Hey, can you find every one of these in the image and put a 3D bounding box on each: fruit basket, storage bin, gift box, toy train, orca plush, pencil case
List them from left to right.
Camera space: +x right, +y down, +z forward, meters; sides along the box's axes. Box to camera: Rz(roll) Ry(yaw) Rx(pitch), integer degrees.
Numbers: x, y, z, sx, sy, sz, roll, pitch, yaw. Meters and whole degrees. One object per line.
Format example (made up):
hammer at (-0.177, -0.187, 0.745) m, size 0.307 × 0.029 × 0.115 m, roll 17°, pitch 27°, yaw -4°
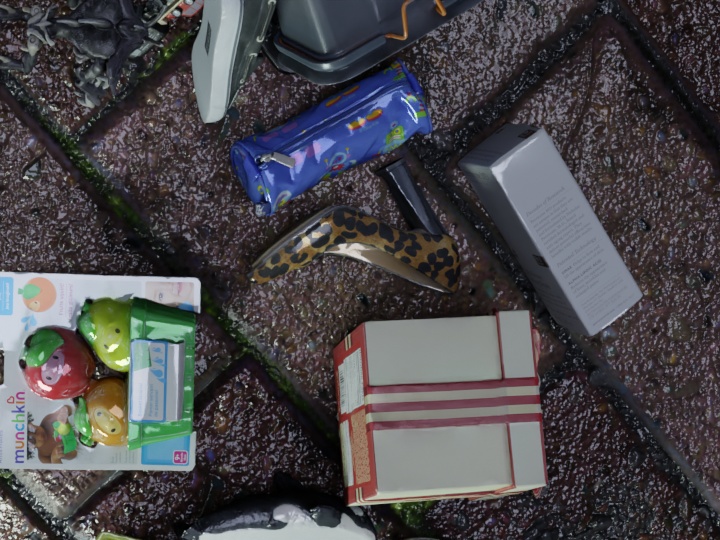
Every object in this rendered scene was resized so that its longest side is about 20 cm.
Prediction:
fruit basket at (-0.248, 0.095, 1.572) m, size 0.198 × 0.094 × 0.187 m, roll 2°, pitch 97°, yaw -12°
toy train at (-0.159, -0.246, 1.516) m, size 0.046 × 0.200 × 0.034 m, roll 28°, pitch 48°, yaw -29°
orca plush at (-0.083, 0.235, 1.664) m, size 0.198 × 0.071 × 0.106 m, roll -4°, pitch 143°, yaw -10°
pencil case at (-0.027, -0.125, 1.604) m, size 0.199 × 0.087 × 0.078 m, roll -28°, pitch 82°, yaw -11°
storage bin at (0.007, -0.275, 1.513) m, size 0.199 × 0.145 × 0.135 m, roll -32°, pitch 124°, yaw -15°
gift box at (0.079, 0.128, 1.621) m, size 0.185 × 0.200 × 0.186 m, roll -2°, pitch 84°, yaw -11°

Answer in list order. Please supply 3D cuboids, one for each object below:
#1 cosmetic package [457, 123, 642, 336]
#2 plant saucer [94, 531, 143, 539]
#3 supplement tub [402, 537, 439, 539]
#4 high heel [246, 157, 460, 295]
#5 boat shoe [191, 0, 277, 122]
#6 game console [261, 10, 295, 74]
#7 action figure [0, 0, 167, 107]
cosmetic package at (0.184, -0.041, 1.664) m, size 0.074 × 0.102 × 0.201 m, roll -37°, pitch 104°, yaw -9°
plant saucer at (-0.189, 0.362, 1.647) m, size 0.199 × 0.048 × 0.201 m, roll 17°, pitch 93°, yaw -16°
supplement tub at (0.078, 0.350, 1.637) m, size 0.144 × 0.200 × 0.147 m, roll -2°, pitch 98°, yaw -15°
high heel at (0.000, 0.000, 1.633) m, size 0.199 × 0.071 × 0.143 m, roll -33°, pitch 98°, yaw -18°
boat shoe at (-0.112, -0.199, 1.524) m, size 0.056 × 0.200 × 0.069 m, roll -9°, pitch 64°, yaw -17°
game console at (-0.036, -0.303, 1.561) m, size 0.200 × 0.116 × 0.176 m, roll -41°, pitch 105°, yaw -6°
action figure at (-0.258, -0.210, 1.513) m, size 0.198 × 0.102 × 0.120 m, roll 2°, pitch 88°, yaw 11°
